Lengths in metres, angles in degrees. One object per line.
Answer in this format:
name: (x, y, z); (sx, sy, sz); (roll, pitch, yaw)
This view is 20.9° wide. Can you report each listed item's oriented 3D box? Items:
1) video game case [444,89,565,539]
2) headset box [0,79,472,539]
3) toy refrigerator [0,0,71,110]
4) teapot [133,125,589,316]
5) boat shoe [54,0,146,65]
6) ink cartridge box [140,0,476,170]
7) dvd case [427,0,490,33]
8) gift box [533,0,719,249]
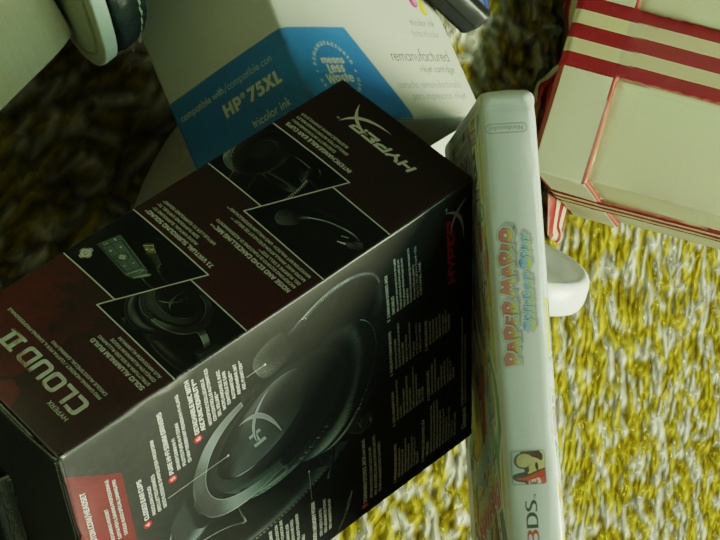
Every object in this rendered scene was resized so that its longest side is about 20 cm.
video game case: (0.053, 0.032, 0.757); (0.200, 0.023, 0.183); (134, -48, -88)
headset box: (-0.055, 0.048, 0.703); (0.200, 0.077, 0.149); (-34, 144, -24)
toy refrigerator: (-0.187, -0.137, 0.683); (0.076, 0.070, 0.200); (-50, 139, -21)
teapot: (0.000, 0.000, 0.911); (0.200, 0.146, 0.198); (-48, 144, -19)
boat shoe: (-0.110, -0.178, 0.728); (0.060, 0.076, 0.201); (-24, 110, -23)
ink cartridge box: (-0.042, -0.136, 0.798); (0.116, 0.067, 0.200); (-9, 73, -54)
dvd case: (-0.014, -0.204, 0.806); (0.200, 0.018, 0.143); (38, 38, -35)
gift box: (0.198, -0.095, 1.155); (0.200, 0.186, 0.185); (46, 61, -74)
